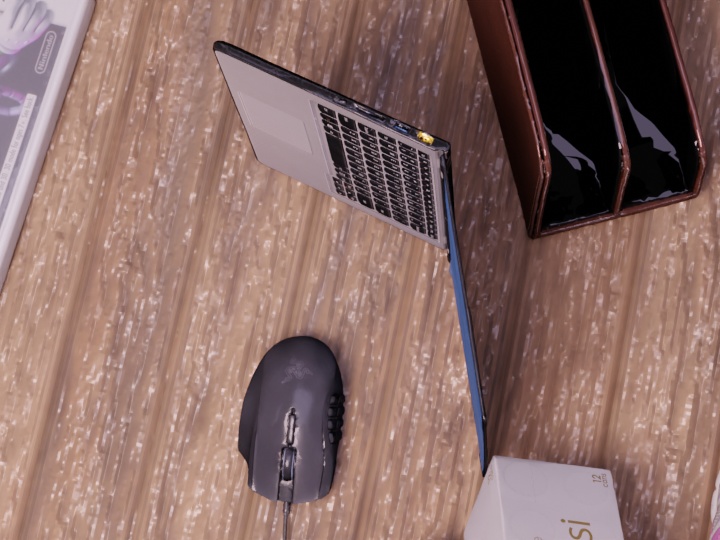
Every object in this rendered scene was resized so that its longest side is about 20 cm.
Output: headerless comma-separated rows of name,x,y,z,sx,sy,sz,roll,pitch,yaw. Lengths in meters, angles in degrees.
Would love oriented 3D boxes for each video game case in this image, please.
video game case,-0.269,-0.092,1.088,0.180,0.023,0.202,15,78,8

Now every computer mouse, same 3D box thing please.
computer mouse,-0.043,0.133,1.012,0.058,0.034,0.202,4,77,4

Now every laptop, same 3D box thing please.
laptop,0.000,0.000,0.961,0.199,0.187,0.117,25,79,9

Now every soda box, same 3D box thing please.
soda box,0.096,0.186,0.914,0.067,0.064,0.201,9,39,-10

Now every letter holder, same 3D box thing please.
letter holder,0.116,-0.140,1.011,0.100,0.142,0.202,-14,75,1

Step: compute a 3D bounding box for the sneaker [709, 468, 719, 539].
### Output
sneaker,0.214,0.159,0.959,0.081,0.088,0.202,14,77,7
